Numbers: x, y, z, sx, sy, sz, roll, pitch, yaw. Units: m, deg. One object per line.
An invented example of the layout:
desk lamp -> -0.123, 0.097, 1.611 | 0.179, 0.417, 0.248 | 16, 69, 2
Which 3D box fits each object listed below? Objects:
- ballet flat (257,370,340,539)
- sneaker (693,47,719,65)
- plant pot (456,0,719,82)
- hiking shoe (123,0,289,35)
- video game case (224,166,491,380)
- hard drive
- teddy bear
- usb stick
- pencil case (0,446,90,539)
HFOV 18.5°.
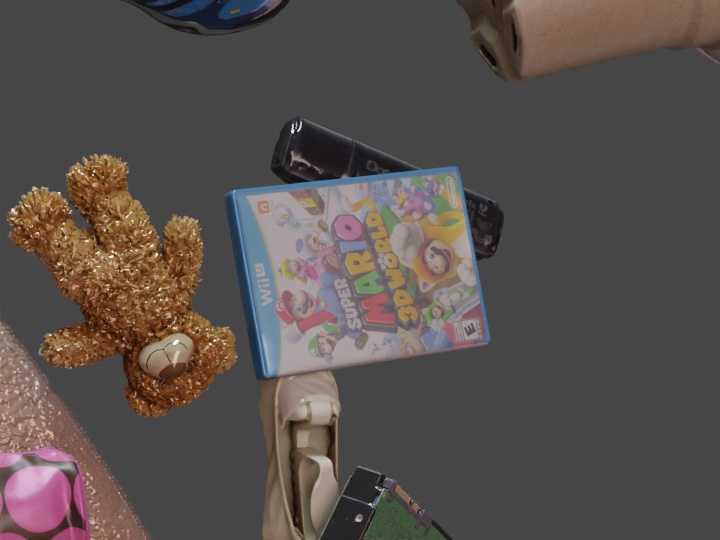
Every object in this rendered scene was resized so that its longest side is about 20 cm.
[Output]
ballet flat -> -0.039, 0.131, 1.670 | 0.069, 0.069, 0.200 | 0, 84, -25
sneaker -> 0.295, -0.267, 1.858 | 0.075, 0.082, 0.200 | -23, 94, -25
plant pot -> 0.177, -0.242, 1.756 | 0.183, 0.200, 0.201 | -21, 94, -14
hiking shoe -> -0.138, -0.224, 1.649 | 0.200, 0.087, 0.075 | 7, 82, -24
video game case -> 0.000, 0.000, 1.684 | 0.200, 0.018, 0.143 | -7, 85, -28
hard drive -> -0.007, 0.262, 1.648 | 0.200, 0.038, 0.140 | -63, 145, -16
teddy bear -> -0.173, 0.012, 1.619 | 0.145, 0.067, 0.200 | -16, 91, -23
usb stick -> 0.023, -0.063, 1.738 | 0.200, 0.033, 0.056 | 22, 69, -21
pencil case -> -0.290, 0.165, 1.540 | 0.200, 0.091, 0.094 | 3, 72, -27
